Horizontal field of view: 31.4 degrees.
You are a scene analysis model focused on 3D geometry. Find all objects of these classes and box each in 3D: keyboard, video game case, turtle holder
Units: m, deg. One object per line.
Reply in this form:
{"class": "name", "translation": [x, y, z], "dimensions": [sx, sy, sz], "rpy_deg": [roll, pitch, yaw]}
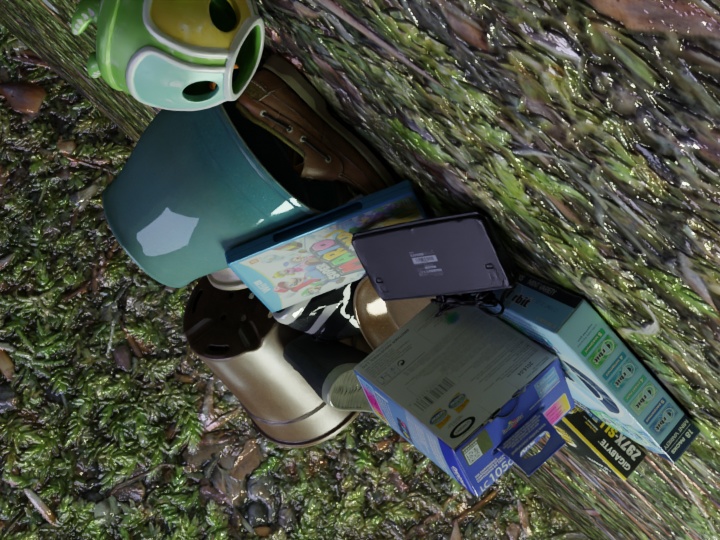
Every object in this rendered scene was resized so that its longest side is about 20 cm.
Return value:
{"class": "keyboard", "translation": [0.078, -0.007, 1.217], "dimensions": [0.199, 0.040, 0.105], "rpy_deg": [-6, 113, 54]}
{"class": "video game case", "translation": [-0.024, -0.021, 1.313], "dimensions": [0.143, 0.199, 0.018], "rpy_deg": [54, -163, -64]}
{"class": "turtle holder", "translation": [-0.148, -0.218, 1.068], "dimensions": [0.131, 0.141, 0.186], "rpy_deg": [26, 131, 8]}

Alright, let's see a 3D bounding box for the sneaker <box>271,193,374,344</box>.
{"class": "sneaker", "translation": [0.000, 0.000, 1.434], "dimensions": [0.111, 0.200, 0.073], "rpy_deg": [28, -150, -32]}

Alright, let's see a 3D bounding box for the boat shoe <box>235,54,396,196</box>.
{"class": "boat shoe", "translation": [-0.043, -0.121, 1.265], "dimensions": [0.200, 0.068, 0.072], "rpy_deg": [44, 173, -23]}

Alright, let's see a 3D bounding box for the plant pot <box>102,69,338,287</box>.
{"class": "plant pot", "translation": [-0.156, -0.086, 1.325], "dimensions": [0.200, 0.188, 0.200], "rpy_deg": [46, -161, -21]}

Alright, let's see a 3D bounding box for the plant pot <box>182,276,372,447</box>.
{"class": "plant pot", "translation": [-0.108, 0.089, 1.593], "dimensions": [0.200, 0.201, 0.198], "rpy_deg": [36, 173, 42]}

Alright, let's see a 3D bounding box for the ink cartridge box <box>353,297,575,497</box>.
{"class": "ink cartridge box", "translation": [0.106, 0.118, 1.213], "dimensions": [0.200, 0.136, 0.077], "rpy_deg": [34, 158, 49]}

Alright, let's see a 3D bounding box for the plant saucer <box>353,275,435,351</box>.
{"class": "plant saucer", "translation": [0.085, 0.065, 1.381], "dimensions": [0.199, 0.037, 0.201], "rpy_deg": [25, 143, 21]}

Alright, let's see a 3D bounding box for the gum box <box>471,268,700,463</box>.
{"class": "gum box", "translation": [0.209, 0.083, 1.221], "dimensions": [0.200, 0.045, 0.170], "rpy_deg": [45, 173, -27]}

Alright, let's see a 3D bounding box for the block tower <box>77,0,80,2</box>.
{"class": "block tower", "translation": [-0.266, -0.301, 1.467], "dimensions": [0.200, 0.058, 0.054], "rpy_deg": [35, 172, 42]}

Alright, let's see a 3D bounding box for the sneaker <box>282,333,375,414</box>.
{"class": "sneaker", "translation": [0.006, 0.120, 1.513], "dimensions": [0.199, 0.075, 0.106], "rpy_deg": [19, -167, -46]}

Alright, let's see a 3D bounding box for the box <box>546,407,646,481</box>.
{"class": "box", "translation": [0.246, 0.171, 1.591], "dimensions": [0.160, 0.049, 0.200], "rpy_deg": [46, 173, -18]}

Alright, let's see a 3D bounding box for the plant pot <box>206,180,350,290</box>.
{"class": "plant pot", "translation": [-0.142, -0.112, 1.496], "dimensions": [0.184, 0.200, 0.200], "rpy_deg": [57, 168, -26]}
